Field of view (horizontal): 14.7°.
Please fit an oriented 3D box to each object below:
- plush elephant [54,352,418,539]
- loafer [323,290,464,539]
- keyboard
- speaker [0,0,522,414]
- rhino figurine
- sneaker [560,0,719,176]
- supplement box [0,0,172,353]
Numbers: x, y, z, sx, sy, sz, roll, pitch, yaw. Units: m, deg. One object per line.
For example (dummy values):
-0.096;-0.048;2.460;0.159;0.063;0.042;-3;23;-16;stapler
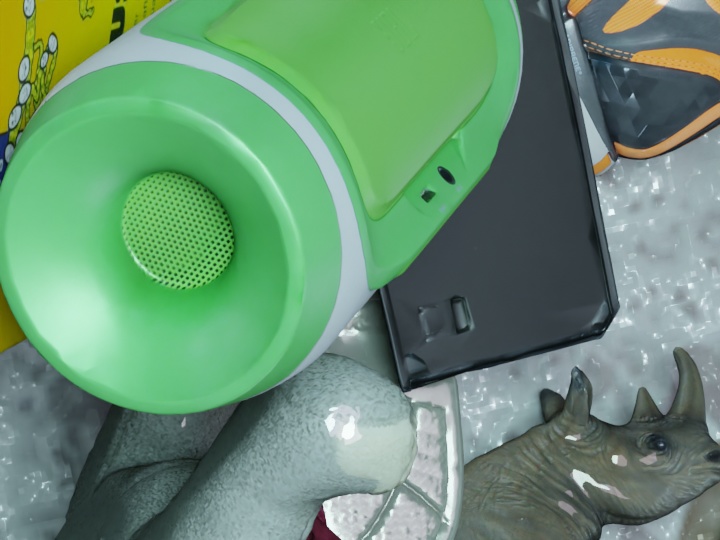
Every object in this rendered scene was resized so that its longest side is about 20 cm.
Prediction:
-0.009;0.117;0.744;0.155;0.165;0.201;29;88;-19;plush elephant
0.000;0.000;0.863;0.072;0.063;0.201;6;80;-13;loafer
0.008;-0.067;0.826;0.104;0.040;0.201;-13;94;-19;keyboard
-0.018;-0.035;0.687;0.088;0.200;0.089;6;111;16;speaker
0.052;0.106;0.870;0.087;0.060;0.200;32;75;3;rhino figurine
0.078;-0.137;0.870;0.112;0.078;0.201;-23;107;7;sneaker
-0.110;-0.053;0.711;0.108;0.200;0.110;12;104;13;supplement box
